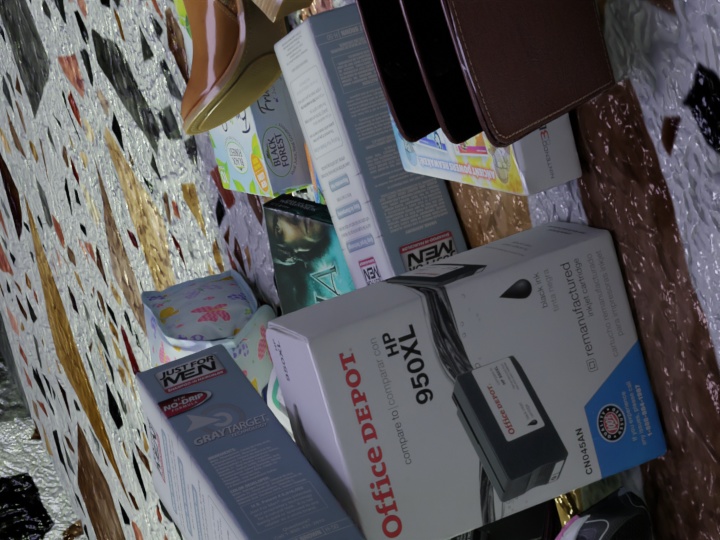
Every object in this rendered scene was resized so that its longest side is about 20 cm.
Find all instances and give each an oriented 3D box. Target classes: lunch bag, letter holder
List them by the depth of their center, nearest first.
[{"bbox_3d":[0.040,-0.168,1.101,0.100,0.142,0.200,-7,105,35],"label":"letter holder"},{"bbox_3d":[-0.129,0.111,1.992,0.200,0.127,0.170,-129,27,-70],"label":"lunch bag"}]

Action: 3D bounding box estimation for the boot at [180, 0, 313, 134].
[{"bbox_3d":[-0.119,-0.216,1.606,0.155,0.074,0.200,48,128,17],"label":"boot"}]

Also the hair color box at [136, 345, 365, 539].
[{"bbox_3d":[-0.063,0.143,1.229,0.200,0.061,0.099,48,151,46],"label":"hair color box"}]

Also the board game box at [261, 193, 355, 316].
[{"bbox_3d":[-0.007,0.046,1.624,0.135,0.028,0.200,16,125,42],"label":"board game box"}]

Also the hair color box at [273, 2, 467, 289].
[{"bbox_3d":[0.007,-0.083,1.476,0.099,0.061,0.200,162,89,-73],"label":"hair color box"}]

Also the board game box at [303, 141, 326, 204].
[{"bbox_3d":[0.000,0.000,1.654,0.103,0.019,0.200,36,142,59],"label":"board game box"}]

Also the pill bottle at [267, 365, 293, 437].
[{"bbox_3d":[0.032,0.119,1.489,0.200,0.113,0.113,39,145,40],"label":"pill bottle"}]

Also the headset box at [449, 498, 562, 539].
[{"bbox_3d":[0.091,0.234,1.349,0.200,0.075,0.149,71,-155,-53],"label":"headset box"}]

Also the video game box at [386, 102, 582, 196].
[{"bbox_3d":[0.058,-0.145,1.282,0.200,0.047,0.182,-159,55,-69],"label":"video game box"}]

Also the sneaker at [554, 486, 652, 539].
[{"bbox_3d":[0.176,0.225,1.296,0.086,0.080,0.200,28,140,41],"label":"sneaker"}]

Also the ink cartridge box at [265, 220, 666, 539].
[{"bbox_3d":[0.063,0.071,1.232,0.084,0.200,0.145,-166,58,-70],"label":"ink cartridge box"}]

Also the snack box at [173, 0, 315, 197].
[{"bbox_3d":[-0.097,-0.166,1.718,0.142,0.053,0.200,-163,57,-70],"label":"snack box"}]
